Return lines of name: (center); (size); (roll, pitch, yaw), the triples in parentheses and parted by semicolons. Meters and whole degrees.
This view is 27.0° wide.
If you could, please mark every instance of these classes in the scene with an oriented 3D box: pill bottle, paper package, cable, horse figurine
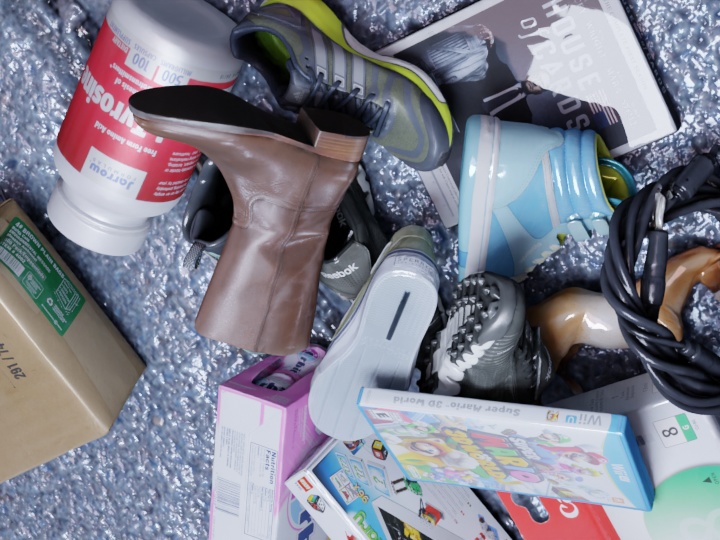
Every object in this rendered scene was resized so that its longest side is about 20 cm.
pill bottle: (-0.176, -0.117, 1.193); (0.112, 0.112, 0.201); (31, 115, 7)
paper package: (-0.319, 0.071, 1.288); (0.190, 0.104, 0.201); (-25, 114, 24)
cable: (0.258, 0.022, 1.072); (0.201, 0.163, 0.051); (57, 155, -13)
horse figurine: (0.190, 0.054, 1.157); (0.198, 0.050, 0.133); (-5, 113, 18)

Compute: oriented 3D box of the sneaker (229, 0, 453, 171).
sneaker: (-0.018, -0.134, 1.126); (0.199, 0.081, 0.074); (36, 133, 18)

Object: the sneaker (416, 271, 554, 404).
sneaker: (0.103, 0.056, 1.087); (0.090, 0.067, 0.200); (9, 156, -7)

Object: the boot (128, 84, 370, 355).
boot: (-0.099, -0.026, 1.089); (0.185, 0.064, 0.201); (9, 118, -22)

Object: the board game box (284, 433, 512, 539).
board game box: (0.043, 0.207, 1.216); (0.200, 0.126, 0.035); (51, 135, -2)

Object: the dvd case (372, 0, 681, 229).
dvd case: (0.120, -0.135, 1.130); (0.199, 0.025, 0.151); (-23, 99, 26)

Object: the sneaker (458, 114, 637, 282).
sneaker: (0.138, -0.026, 1.119); (0.129, 0.080, 0.201); (2, 137, 4)

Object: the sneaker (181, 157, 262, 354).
sneaker: (-0.103, -0.012, 1.186); (0.077, 0.140, 0.202); (5, 109, 18)

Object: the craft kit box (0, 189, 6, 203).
craft kit box: (-0.422, -0.071, 1.336); (0.199, 0.048, 0.199); (-21, 97, 25)

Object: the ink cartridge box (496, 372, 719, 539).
ink cartridge box: (0.198, 0.169, 1.171); (0.199, 0.050, 0.161); (-21, 116, 22)

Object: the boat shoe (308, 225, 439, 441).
boat shoe: (0.017, 0.052, 1.138); (0.072, 0.062, 0.201); (24, 131, -5)

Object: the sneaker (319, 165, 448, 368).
sneaker: (0.000, 0.000, 1.182); (0.066, 0.090, 0.201); (-27, 98, 26)

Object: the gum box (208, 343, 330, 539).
gum box: (-0.066, 0.165, 1.244); (0.066, 0.113, 0.202); (16, 113, 24)

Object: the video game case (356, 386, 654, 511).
video game case: (0.110, 0.134, 1.115); (0.199, 0.018, 0.143); (4, 151, 22)
